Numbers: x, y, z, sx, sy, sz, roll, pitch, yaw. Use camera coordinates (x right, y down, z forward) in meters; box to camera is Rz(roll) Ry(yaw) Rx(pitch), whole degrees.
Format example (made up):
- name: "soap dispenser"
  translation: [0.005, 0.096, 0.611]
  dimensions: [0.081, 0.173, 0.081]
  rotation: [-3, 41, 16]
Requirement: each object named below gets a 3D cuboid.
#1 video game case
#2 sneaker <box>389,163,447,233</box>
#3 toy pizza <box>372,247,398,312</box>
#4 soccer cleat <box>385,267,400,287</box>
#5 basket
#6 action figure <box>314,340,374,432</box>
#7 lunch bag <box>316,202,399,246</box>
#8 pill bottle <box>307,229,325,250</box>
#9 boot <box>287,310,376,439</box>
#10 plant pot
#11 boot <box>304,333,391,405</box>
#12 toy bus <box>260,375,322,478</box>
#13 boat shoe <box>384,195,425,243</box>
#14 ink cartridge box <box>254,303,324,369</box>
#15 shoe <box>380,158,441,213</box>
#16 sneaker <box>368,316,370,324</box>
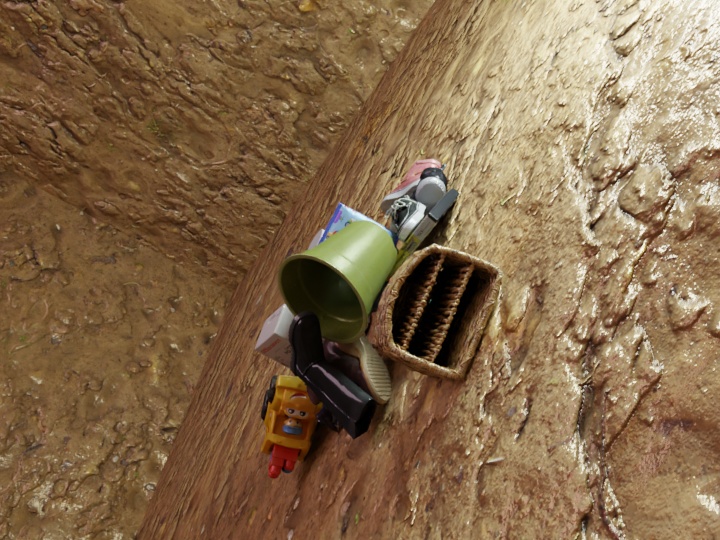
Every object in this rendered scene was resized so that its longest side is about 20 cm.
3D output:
- name: "video game case"
  translation: [0.126, -0.076, 1.507]
  dimensions: [0.181, 0.025, 0.200]
  rotation: [-53, -4, 29]
- name: "sneaker"
  translation: [0.142, -0.161, 1.653]
  dimensions: [0.200, 0.075, 0.114]
  rotation: [-52, 7, 44]
- name: "toy pizza"
  translation: [0.000, 0.000, 1.584]
  dimensions: [0.032, 0.199, 0.202]
  rotation: [117, 177, -69]
- name: "soccer cleat"
  translation: [0.096, 0.038, 1.448]
  dimensions: [0.069, 0.077, 0.200]
  rotation: [-49, -4, 1]
- name: "basket"
  translation: [0.117, 0.060, 1.171]
  dimensions: [0.201, 0.142, 0.149]
  rotation: [-64, 14, -12]
- name: "action figure"
  translation: [-0.022, 0.231, 1.478]
  dimensions: [0.201, 0.069, 0.130]
  rotation: [-60, 7, -12]
- name: "lunch bag"
  translation: [-0.028, -0.014, 1.523]
  dimensions: [0.201, 0.150, 0.094]
  rotation: [-61, -2, -16]
- name: "pill bottle"
  translation: [-0.025, -0.010, 1.666]
  dimensions: [0.113, 0.199, 0.113]
  rotation: [-54, 15, 22]
- name: "boot"
  translation: [-0.051, 0.188, 1.306]
  dimensions: [0.065, 0.200, 0.166]
  rotation: [-25, -41, -27]
- name: "plant pot"
  translation: [-0.024, 0.002, 1.374]
  dimensions: [0.190, 0.200, 0.200]
  rotation: [-47, 3, -39]
- name: "boot"
  translation: [-0.031, 0.216, 1.399]
  dimensions: [0.166, 0.072, 0.201]
  rotation: [-46, 47, 22]
- name: "toy bus"
  translation: [-0.152, 0.341, 1.536]
  dimensions: [0.200, 0.134, 0.193]
  rotation: [116, 167, -56]
- name: "boat shoe"
  translation: [0.093, -0.118, 1.504]
  dimensions: [0.074, 0.068, 0.200]
  rotation: [-53, 3, 25]
- name: "ink cartridge box"
  translation: [-0.128, 0.177, 1.659]
  dimensions: [0.146, 0.199, 0.083]
  rotation: [-38, 26, 55]
- name: "shoe"
  translation: [0.128, -0.206, 1.790]
  dimensions: [0.200, 0.071, 0.092]
  rotation: [-27, 34, 56]
- name: "sneaker"
  translation: [-0.023, 0.086, 1.719]
  dimensions: [0.075, 0.081, 0.200]
  rotation: [-57, 14, 20]
